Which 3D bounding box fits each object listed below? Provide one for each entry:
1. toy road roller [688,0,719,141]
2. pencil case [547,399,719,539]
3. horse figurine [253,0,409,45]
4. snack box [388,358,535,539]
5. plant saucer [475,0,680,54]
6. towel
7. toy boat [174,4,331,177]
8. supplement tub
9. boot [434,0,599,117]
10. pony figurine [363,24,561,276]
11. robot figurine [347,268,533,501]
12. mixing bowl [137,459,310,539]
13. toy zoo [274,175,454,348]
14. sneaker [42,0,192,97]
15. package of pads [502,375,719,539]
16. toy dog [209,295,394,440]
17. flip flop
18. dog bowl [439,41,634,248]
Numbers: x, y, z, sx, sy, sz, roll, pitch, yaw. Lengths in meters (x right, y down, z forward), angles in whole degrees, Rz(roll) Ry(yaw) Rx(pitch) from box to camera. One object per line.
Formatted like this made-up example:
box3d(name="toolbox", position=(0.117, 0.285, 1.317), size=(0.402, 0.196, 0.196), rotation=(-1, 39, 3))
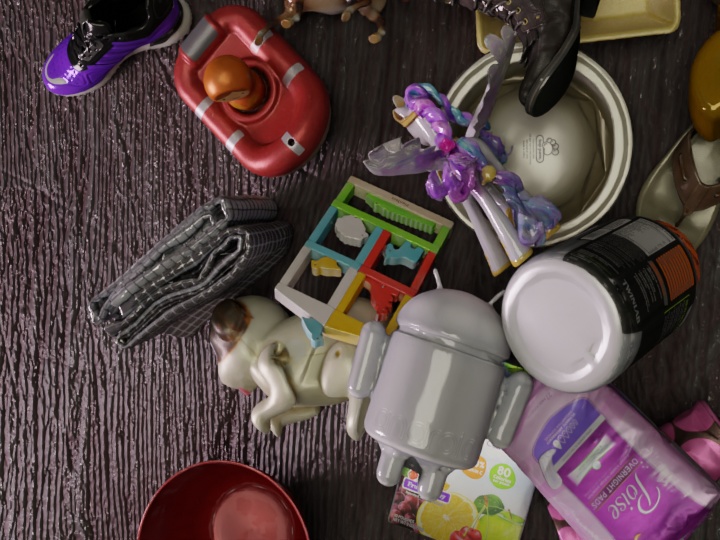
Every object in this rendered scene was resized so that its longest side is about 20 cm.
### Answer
box3d(name="toy road roller", position=(0.349, -0.211, 0.756), size=(0.145, 0.123, 0.203), rotation=(-30, 72, 14))
box3d(name="pencil case", position=(0.283, 0.217, 0.832), size=(0.199, 0.094, 0.091), rotation=(-37, 41, 13))
box3d(name="horse figurine", position=(-0.030, -0.290, 0.888), size=(0.196, 0.134, 0.050), rotation=(0, 135, 14))
box3d(name="snack box", position=(0.121, 0.189, 0.886), size=(0.140, 0.053, 0.204), rotation=(16, 95, 11))
box3d(name="plant saucer", position=(0.213, -0.326, 0.843), size=(0.196, 0.048, 0.204), rotation=(-3, 92, 14))
box3d(name="towel", position=(-0.175, 0.004, 0.901), size=(0.199, 0.166, 0.086), rotation=(-37, 89, 13))
box3d(name="toy boat", position=(-0.125, -0.194, 0.895), size=(0.200, 0.131, 0.131), rotation=(46, 102, 8))
box3d(name="supplement tub", position=(0.226, 0.022, 0.758), size=(0.121, 0.198, 0.125), rotation=(15, 114, 38))
box3d(name="boot", position=(0.131, -0.250, 0.794), size=(0.171, 0.069, 0.203), rotation=(19, 71, 16))
box3d(name="pony figurine", position=(0.093, -0.098, 0.743), size=(0.166, 0.193, 0.201), rotation=(-37, 87, -3))
box3d(name="robot figurine", position=(0.073, 0.105, 0.774), size=(0.167, 0.113, 0.204), rotation=(17, 86, 1))
box3d(name="mixing bowl", position=(-0.135, 0.303, 0.928), size=(0.196, 0.108, 0.205), rotation=(0, 89, 12))
box3d(name="toy zoo", position=(0.000, 0.000, 0.864), size=(0.129, 0.021, 0.201), rotation=(24, 58, 12))
box3d(name="sneaker", position=(-0.298, -0.270, 0.952), size=(0.198, 0.099, 0.071), rotation=(-26, 84, 14))
box3d(name="package of pads", position=(0.219, 0.174, 0.775), size=(0.121, 0.075, 0.200), rotation=(-49, 62, 11))
box3d(name="toy dog", position=(-0.069, 0.085, 0.892), size=(0.196, 0.139, 0.198), rotation=(8, 90, 15))
box3d(name="flip flop", position=(0.339, -0.101, 0.815), size=(0.081, 0.058, 0.202), rotation=(36, 100, 10))
box3d(name="dog bowl", position=(0.174, -0.124, 0.850), size=(0.196, 0.074, 0.205), rotation=(0, 92, 14))
